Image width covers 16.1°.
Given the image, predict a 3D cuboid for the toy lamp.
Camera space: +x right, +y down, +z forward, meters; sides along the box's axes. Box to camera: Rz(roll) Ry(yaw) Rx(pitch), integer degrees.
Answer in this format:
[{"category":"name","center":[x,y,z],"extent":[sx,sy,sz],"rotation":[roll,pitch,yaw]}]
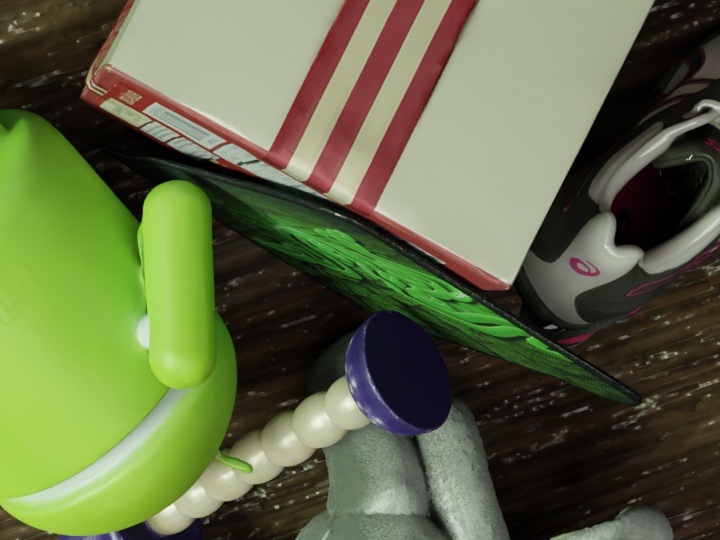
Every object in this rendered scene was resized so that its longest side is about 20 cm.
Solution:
[{"category":"toy lamp","center":[-0.050,0.083,1.044],"extent":[0.199,0.058,0.058],"rotation":[-30,118,36]}]

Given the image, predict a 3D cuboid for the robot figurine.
[{"category":"robot figurine","center":[-0.127,0.020,0.974],"extent":[0.175,0.116,0.200],"rotation":[-13,128,42]}]

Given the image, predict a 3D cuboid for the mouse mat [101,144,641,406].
[{"category":"mouse mat","center":[0.000,0.000,0.969],"extent":[0.160,0.200,0.008],"rotation":[32,82,-31]}]

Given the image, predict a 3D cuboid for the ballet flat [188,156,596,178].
[{"category":"ballet flat","center":[0.030,-0.029,1.038],"extent":[0.198,0.069,0.069],"rotation":[6,114,-11]}]

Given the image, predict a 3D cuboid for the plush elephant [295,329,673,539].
[{"category":"plush elephant","center":[0.043,0.146,1.074],"extent":[0.154,0.200,0.166],"rotation":[23,101,-37]}]

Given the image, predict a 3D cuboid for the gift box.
[{"category":"gift box","center":[0.002,-0.117,0.908],"extent":[0.199,0.184,0.188],"rotation":[30,85,-13]}]

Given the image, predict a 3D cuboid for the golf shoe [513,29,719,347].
[{"category":"golf shoe","center":[0.141,-0.042,1.005],"extent":[0.200,0.088,0.077],"rotation":[-41,94,-26]}]
